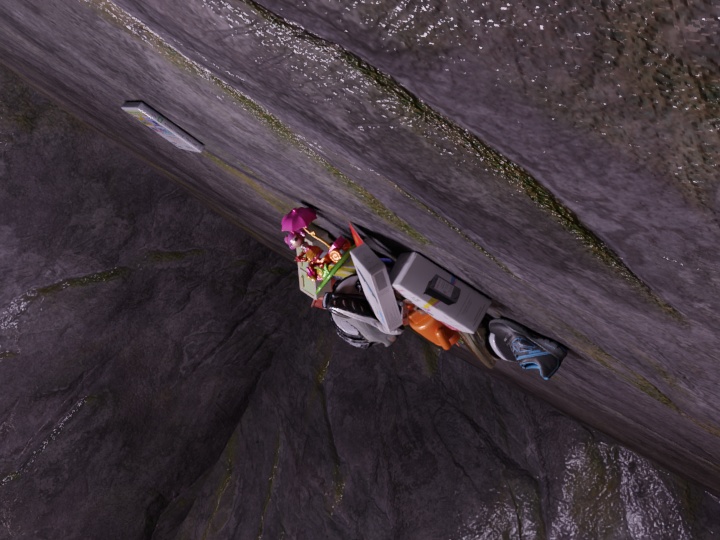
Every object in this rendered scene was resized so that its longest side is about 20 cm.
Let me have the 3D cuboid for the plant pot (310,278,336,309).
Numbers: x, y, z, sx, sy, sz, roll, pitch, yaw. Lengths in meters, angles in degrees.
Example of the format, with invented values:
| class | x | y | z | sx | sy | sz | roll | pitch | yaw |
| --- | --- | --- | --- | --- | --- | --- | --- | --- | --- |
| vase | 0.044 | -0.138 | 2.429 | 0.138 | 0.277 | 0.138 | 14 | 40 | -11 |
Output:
| class | x | y | z | sx | sy | sz | roll | pitch | yaw |
| --- | --- | --- | --- | --- | --- | --- | --- | --- | --- |
| plant pot | -0.032 | 0.057 | 2.096 | 0.193 | 0.204 | 0.201 | 22 | 175 | -4 |

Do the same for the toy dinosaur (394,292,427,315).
| class | x | y | z | sx | sy | sz | roll | pitch | yaw |
| --- | --- | --- | --- | --- | --- | --- | --- | --- | --- |
| toy dinosaur | 0.134 | 0.056 | 1.594 | 0.134 | 0.087 | 0.200 | 29 | -177 | 2 |

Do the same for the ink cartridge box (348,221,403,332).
| class | x | y | z | sx | sy | sz | roll | pitch | yaw |
| --- | --- | --- | --- | --- | --- | --- | --- | --- | --- |
| ink cartridge box | 0.019 | 0.016 | 1.495 | 0.177 | 0.044 | 0.202 | 51 | 166 | 44 |

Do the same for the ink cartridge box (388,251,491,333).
| class | x | y | z | sx | sy | sz | roll | pitch | yaw |
| --- | --- | --- | --- | --- | --- | --- | --- | --- | --- |
| ink cartridge box | 0.165 | 0.049 | 1.449 | 0.198 | 0.086 | 0.148 | 31 | 174 | -9 |

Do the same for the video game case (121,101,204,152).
| class | x | y | z | sx | sy | sz | roll | pitch | yaw |
| --- | --- | --- | --- | --- | --- | --- | --- | --- | --- |
| video game case | -0.497 | -0.361 | 1.666 | 0.181 | 0.022 | 0.199 | 34 | 174 | -33 |

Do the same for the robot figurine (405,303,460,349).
| class | x | y | z | sx | sy | sz | roll | pitch | yaw |
| --- | --- | --- | --- | --- | --- | --- | --- | --- | --- |
| robot figurine | 0.208 | 0.136 | 1.813 | 0.199 | 0.118 | 0.143 | 34 | 173 | -36 |

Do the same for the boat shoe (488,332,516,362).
| class | x | y | z | sx | sy | sz | roll | pitch | yaw |
| --- | --- | --- | --- | --- | --- | --- | --- | --- | --- |
| boat shoe | 0.378 | 0.197 | 1.686 | 0.199 | 0.073 | 0.070 | 32 | 170 | -36 |

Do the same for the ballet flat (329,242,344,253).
| class | x | y | z | sx | sy | sz | roll | pitch | yaw |
| --- | --- | --- | --- | --- | --- | --- | --- | --- | --- |
| ballet flat | -0.060 | -0.038 | 1.909 | 0.068 | 0.063 | 0.200 | 60 | 166 | -18 |

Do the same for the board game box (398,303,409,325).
| class | x | y | z | sx | sy | sz | roll | pitch | yaw |
| --- | --- | --- | --- | --- | --- | --- | --- | --- | --- |
| board game box | 0.068 | 0.068 | 1.923 | 0.034 | 0.129 | 0.199 | -9 | -159 | -37 |

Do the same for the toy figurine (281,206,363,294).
| class | x | y | z | sx | sy | sz | roll | pitch | yaw |
| --- | --- | --- | --- | --- | --- | --- | --- | --- | --- |
| toy figurine | -0.119 | -0.066 | 1.621 | 0.184 | 0.150 | 0.200 | 42 | 132 | 0 |

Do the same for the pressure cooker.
| class | x | y | z | sx | sy | sz | roll | pitch | yaw |
| --- | --- | --- | --- | --- | --- | --- | --- | --- | --- |
| pressure cooker | 0.005 | 0.098 | 1.706 | 0.180 | 0.174 | 0.200 | 57 | -179 | 16 |

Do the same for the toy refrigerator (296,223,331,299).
| class | x | y | z | sx | sy | sz | roll | pitch | yaw |
| --- | --- | --- | --- | --- | --- | --- | --- | --- | --- |
| toy refrigerator | -0.136 | -0.022 | 1.905 | 0.075 | 0.070 | 0.203 | 30 | 136 | 35 |

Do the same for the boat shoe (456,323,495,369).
| class | x | y | z | sx | sy | sz | roll | pitch | yaw |
| --- | --- | --- | --- | --- | --- | --- | --- | --- | --- |
| boat shoe | 0.283 | 0.158 | 1.645 | 0.201 | 0.065 | 0.072 | 52 | 177 | -14 |

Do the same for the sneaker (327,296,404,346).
| class | x | y | z | sx | sy | sz | roll | pitch | yaw |
| --- | --- | --- | --- | --- | --- | --- | --- | --- | --- |
| sneaker | 0.007 | 0.126 | 1.573 | 0.198 | 0.080 | 0.074 | 25 | -159 | -19 |

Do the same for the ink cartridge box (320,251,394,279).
| class | x | y | z | sx | sy | sz | roll | pitch | yaw |
| --- | --- | --- | --- | --- | --- | --- | --- | --- | --- |
| ink cartridge box | 0.000 | 0.000 | 1.775 | 0.197 | 0.048 | 0.198 | 10 | 168 | 16 |

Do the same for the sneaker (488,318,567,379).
| class | x | y | z | sx | sy | sz | roll | pitch | yaw |
| --- | --- | --- | --- | --- | --- | --- | --- | --- | --- |
| sneaker | 0.363 | 0.172 | 1.502 | 0.199 | 0.083 | 0.073 | 27 | 176 | 44 |

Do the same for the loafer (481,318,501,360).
| class | x | y | z | sx | sy | sz | roll | pitch | yaw |
| --- | --- | --- | --- | --- | --- | --- | --- | --- | --- |
| loafer | 0.311 | 0.158 | 1.731 | 0.200 | 0.076 | 0.068 | 43 | 171 | -22 |

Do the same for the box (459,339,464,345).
| class | x | y | z | sx | sy | sz | roll | pitch | yaw |
| --- | --- | --- | --- | --- | --- | --- | --- | --- | --- |
| box | 0.276 | 0.176 | 2.182 | 0.198 | 0.048 | 0.193 | 31 | 172 | 5 |
